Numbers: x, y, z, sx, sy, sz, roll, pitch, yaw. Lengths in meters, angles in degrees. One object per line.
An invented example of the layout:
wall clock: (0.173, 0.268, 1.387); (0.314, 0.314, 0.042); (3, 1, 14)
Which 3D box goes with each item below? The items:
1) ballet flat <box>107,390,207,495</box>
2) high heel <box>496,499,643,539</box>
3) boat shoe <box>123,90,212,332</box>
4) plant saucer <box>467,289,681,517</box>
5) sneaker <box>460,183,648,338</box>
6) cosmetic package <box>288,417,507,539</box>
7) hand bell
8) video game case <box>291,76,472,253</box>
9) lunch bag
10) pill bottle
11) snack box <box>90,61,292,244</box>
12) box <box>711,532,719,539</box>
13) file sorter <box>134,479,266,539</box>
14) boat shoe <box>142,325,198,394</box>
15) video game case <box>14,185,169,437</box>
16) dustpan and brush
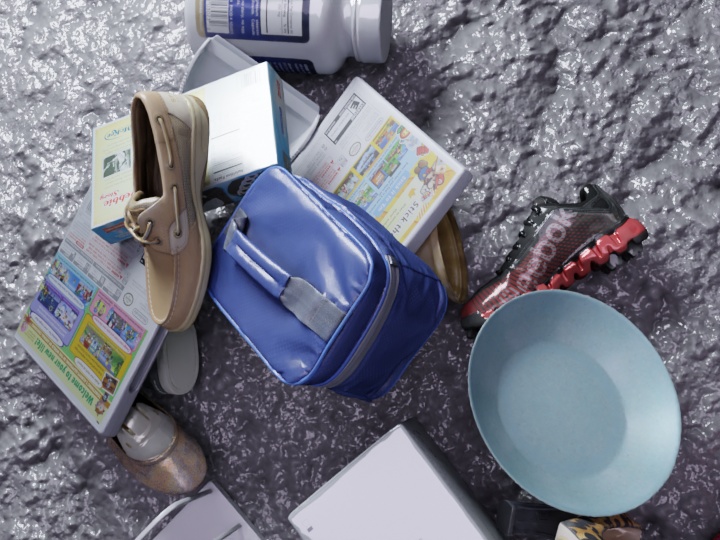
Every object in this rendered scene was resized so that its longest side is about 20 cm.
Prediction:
ballet flat: (-0.231, 0.147, 0.808); (0.198, 0.068, 0.068); (31, 64, 28)
high heel: (0.211, 0.239, 0.653); (0.140, 0.200, 0.073); (10, 99, -17)
boat shoe: (-0.171, -0.048, 0.692); (0.071, 0.064, 0.204); (5, 96, 42)
plant saucer: (0.182, 0.116, 0.716); (0.197, 0.039, 0.204); (6, 61, -10)
sneaker: (0.172, -0.013, 0.790); (0.199, 0.071, 0.099); (-33, 80, 2)
cosmetic package: (0.058, 0.245, 0.713); (0.122, 0.200, 0.200); (-38, 80, -1)
hand bell: (0.000, 0.000, 0.821); (0.197, 0.104, 0.106); (-13, 81, 20)
video game case: (-0.010, -0.063, 0.795); (0.201, 0.023, 0.182); (-52, 52, 11)
lunch bag: (-0.042, 0.004, 0.699); (0.200, 0.132, 0.137); (41, 100, 37)
pill bottle: (-0.069, -0.260, 0.837); (0.196, 0.111, 0.113); (6, 84, 9)
snack box: (-0.163, -0.110, 0.772); (0.197, 0.037, 0.118); (-16, 62, 15)
box: (0.388, 0.238, 0.699); (0.199, 0.100, 0.096); (-39, 79, -6)
file sorter: (-0.142, 0.331, 0.774); (0.139, 0.124, 0.200); (-45, 80, 2)
boat shoe: (-0.210, 0.026, 0.845); (0.061, 0.072, 0.204); (-5, 87, 31)
video game case: (-0.254, 0.032, 0.805); (0.199, 0.022, 0.184); (30, 93, 38)
dustpan and brush: (-0.148, -0.119, 0.849); (0.138, 0.058, 0.200); (32, 125, -12)
